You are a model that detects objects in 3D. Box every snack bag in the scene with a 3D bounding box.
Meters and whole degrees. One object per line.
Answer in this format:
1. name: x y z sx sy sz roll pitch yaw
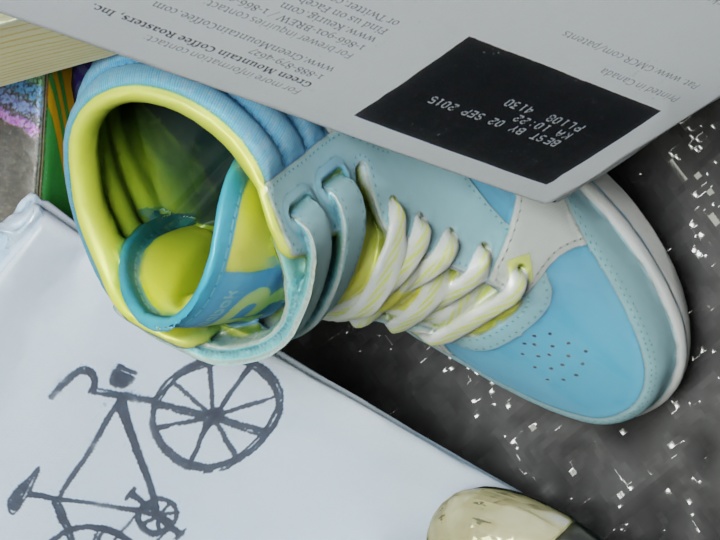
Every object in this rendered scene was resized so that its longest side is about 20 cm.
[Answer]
1. snack bag: -0.069 0.094 0.844 0.199 0.021 0.189 31 109 -24

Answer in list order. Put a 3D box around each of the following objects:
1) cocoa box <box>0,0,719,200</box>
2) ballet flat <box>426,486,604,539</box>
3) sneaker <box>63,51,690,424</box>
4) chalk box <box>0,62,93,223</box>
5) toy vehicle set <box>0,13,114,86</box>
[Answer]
1. cocoa box: 0.011 -0.122 0.705 0.133 0.199 0.132 -33 54 37
2. ballet flat: 0.077 0.145 0.803 0.201 0.057 0.066 56 135 10
3. sneaker: 0.000 0.000 0.788 0.200 0.131 0.080 38 125 -13
4. chalk box: -0.108 -0.098 0.872 0.124 0.124 0.201 6 92 24
5. toy vehicle set: -0.121 -0.135 0.787 0.124 0.027 0.201 -13 63 16
